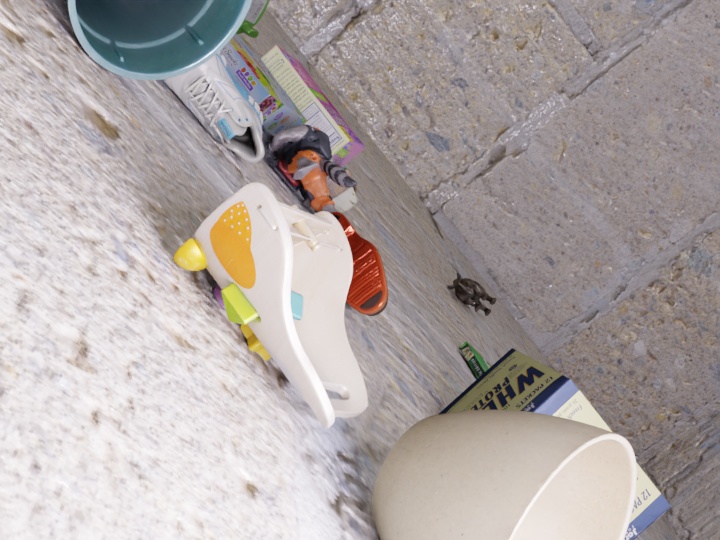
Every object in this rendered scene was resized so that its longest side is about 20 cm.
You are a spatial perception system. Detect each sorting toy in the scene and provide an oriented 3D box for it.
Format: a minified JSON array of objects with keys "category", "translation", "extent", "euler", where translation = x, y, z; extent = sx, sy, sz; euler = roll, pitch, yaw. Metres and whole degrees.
[{"category":"sorting toy","translation":[-0.052,0.040,0.822],"extent":[0.181,0.106,0.200],"euler":[61,10,10]}]

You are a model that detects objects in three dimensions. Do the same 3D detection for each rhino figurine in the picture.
[{"category":"rhino figurine","translation":[0.259,0.052,2.408],"extent":[0.087,0.060,0.200],"euler":[41,5,24]}]

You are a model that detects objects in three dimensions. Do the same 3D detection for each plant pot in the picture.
[{"category":"plant pot","translation":[-0.240,-0.333,1.046],"extent":[0.196,0.200,0.200],"euler":[48,5,37]}]

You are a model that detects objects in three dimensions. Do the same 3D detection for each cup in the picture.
[{"category":"cup","translation":[0.093,0.185,0.760],"extent":[0.143,0.201,0.200],"euler":[25,-10,38]}]

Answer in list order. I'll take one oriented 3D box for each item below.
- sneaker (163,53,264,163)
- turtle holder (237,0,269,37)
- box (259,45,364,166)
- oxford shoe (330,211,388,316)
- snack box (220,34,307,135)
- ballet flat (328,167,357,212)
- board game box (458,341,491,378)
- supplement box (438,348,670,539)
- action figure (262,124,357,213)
[{"category":"sneaker","translation":[-0.171,-0.200,1.212],"extent":[0.200,0.075,0.087],"euler":[42,19,-47]},{"category":"turtle holder","translation":[-0.255,-0.500,1.816],"extent":[0.185,0.142,0.132],"euler":[-24,53,-41]},{"category":"box","translation":[-0.099,-0.261,1.711],"extent":[0.201,0.096,0.176],"euler":[53,9,3]},{"category":"oxford shoe","translation":[0.000,0.000,1.295],"extent":[0.073,0.071,0.200],"euler":[51,8,-38]},{"category":"snack box","translation":[-0.176,-0.288,1.524],"extent":[0.169,0.068,0.200],"euler":[53,7,9]},{"category":"ballet flat","translation":[-0.032,-0.132,1.658],"extent":[0.068,0.068,0.200],"euler":[59,10,-4]},{"category":"board game box","translation":[0.245,0.222,1.806],"extent":[0.105,0.023,0.201],"euler":[41,15,-43]},{"category":"supplement box","translation":[0.221,0.223,1.200],"extent":[0.200,0.134,0.200],"euler":[50,-4,-11]},{"category":"action figure","translation":[-0.054,-0.132,1.433],"extent":[0.200,0.104,0.194],"euler":[47,16,-35]}]
